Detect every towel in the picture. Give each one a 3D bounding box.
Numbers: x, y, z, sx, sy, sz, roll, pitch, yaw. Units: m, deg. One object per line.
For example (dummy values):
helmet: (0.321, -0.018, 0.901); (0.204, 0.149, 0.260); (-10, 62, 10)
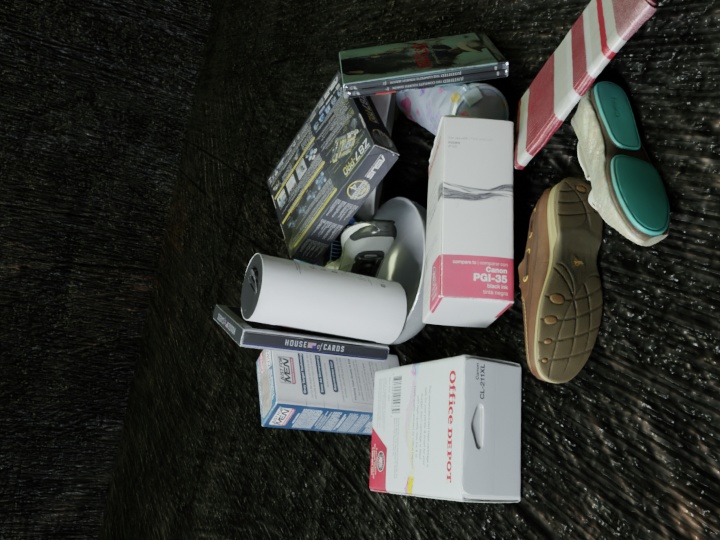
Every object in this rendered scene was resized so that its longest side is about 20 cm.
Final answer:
towel: (0.221, -0.210, 0.726); (0.201, 0.022, 0.145); (-56, 11, 41)

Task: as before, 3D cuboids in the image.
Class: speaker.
speaker: (-0.045, 0.036, 0.880); (0.081, 0.197, 0.083); (-35, 49, 54)

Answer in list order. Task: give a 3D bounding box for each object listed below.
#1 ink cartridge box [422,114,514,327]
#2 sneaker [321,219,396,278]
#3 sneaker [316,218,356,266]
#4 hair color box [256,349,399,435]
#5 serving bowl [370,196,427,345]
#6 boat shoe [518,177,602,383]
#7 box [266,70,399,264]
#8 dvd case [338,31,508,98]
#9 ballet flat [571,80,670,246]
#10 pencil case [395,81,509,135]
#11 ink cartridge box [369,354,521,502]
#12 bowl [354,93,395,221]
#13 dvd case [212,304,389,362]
ink cartridge box: (0.119, -0.050, 0.805); (0.147, 0.081, 0.204); (95, 179, -76)
sneaker: (0.000, 0.000, 0.965); (0.201, 0.073, 0.081); (124, 137, -50)
sneaker: (-0.044, -0.048, 1.094); (0.078, 0.201, 0.070); (-43, 63, -9)
hair color box: (-0.037, 0.159, 0.966); (0.061, 0.197, 0.101); (-55, 35, 39)
serving bowl: (0.060, 0.006, 0.981); (0.200, 0.065, 0.204); (-34, 51, 55)
boat shoe: (0.193, 0.012, 0.710); (0.067, 0.071, 0.204); (153, 129, -64)
box: (-0.045, -0.136, 0.951); (0.201, 0.048, 0.163); (-51, 42, 29)
dvd case: (0.072, -0.259, 0.897); (0.147, 0.196, 0.022); (-95, -1, -58)
ballet flat: (0.238, -0.091, 0.669); (0.063, 0.066, 0.203); (118, 160, -51)
pencil case: (0.114, -0.221, 0.934); (0.200, 0.082, 0.092); (-126, 20, -56)
ink cartridge box: (0.093, 0.184, 0.824); (0.199, 0.081, 0.149); (-23, 60, 60)
bowl: (0.004, -0.181, 1.057); (0.200, 0.073, 0.204); (90, -170, -79)
dvd case: (-0.081, 0.081, 0.938); (0.150, 0.197, 0.025); (20, 99, 64)
